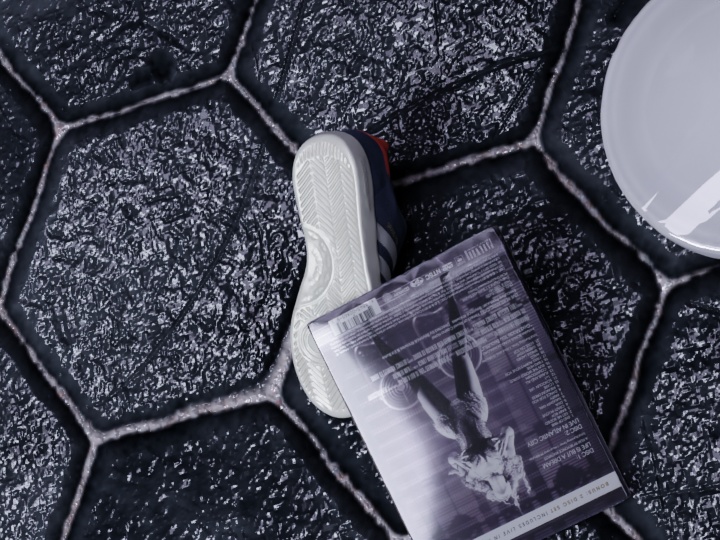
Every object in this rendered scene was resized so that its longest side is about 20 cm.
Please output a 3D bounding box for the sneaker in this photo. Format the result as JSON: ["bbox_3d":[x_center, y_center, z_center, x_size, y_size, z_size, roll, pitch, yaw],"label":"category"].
[{"bbox_3d":[0.000,0.000,1.611,0.075,0.084,0.202,8,104,28],"label":"sneaker"}]

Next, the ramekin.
[{"bbox_3d":[0.263,-0.095,1.499,0.201,0.094,0.204,-7,72,23],"label":"ramekin"}]

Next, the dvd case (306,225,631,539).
[{"bbox_3d":[0.071,0.092,1.543,0.148,0.016,0.201,-27,86,15],"label":"dvd case"}]
